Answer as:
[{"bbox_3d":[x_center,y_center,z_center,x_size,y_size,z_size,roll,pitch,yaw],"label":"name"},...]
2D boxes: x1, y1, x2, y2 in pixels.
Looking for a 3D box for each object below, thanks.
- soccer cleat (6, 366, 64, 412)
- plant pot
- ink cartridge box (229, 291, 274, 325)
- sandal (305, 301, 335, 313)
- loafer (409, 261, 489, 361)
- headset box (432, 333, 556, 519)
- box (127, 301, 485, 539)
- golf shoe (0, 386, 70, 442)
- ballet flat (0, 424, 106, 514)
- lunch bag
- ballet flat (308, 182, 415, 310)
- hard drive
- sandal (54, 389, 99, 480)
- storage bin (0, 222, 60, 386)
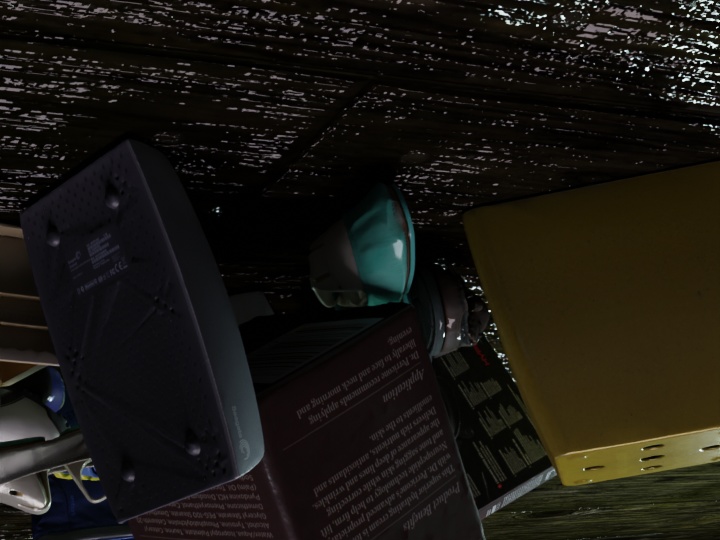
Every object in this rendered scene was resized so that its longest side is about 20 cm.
[{"bbox_3d":[-0.339,0.116,1.190,0.200,0.065,0.084,-10,164,4],"label":"soccer cleat"},{"bbox_3d":[0.194,0.052,1.051,0.199,0.177,0.200,-10,161,7],"label":"plant pot"},{"bbox_3d":[-0.116,0.084,1.183,0.116,0.068,0.200,-9,161,2],"label":"ink cartridge box"},{"bbox_3d":[-0.020,0.046,1.142,0.075,0.048,0.200,0,177,-14],"label":"sandal"},{"bbox_3d":[0.070,0.030,1.111,0.063,0.072,0.200,-11,171,-5],"label":"loafer"},{"bbox_3d":[0.050,0.158,1.245,0.200,0.149,0.077,-31,162,-6],"label":"headset box"},{"bbox_3d":[-0.043,0.145,0.955,0.164,0.200,0.166,-7,-166,44],"label":"box"},{"bbox_3d":[-0.319,0.127,1.092,0.200,0.095,0.078,14,113,-16],"label":"golf shoe"},{"bbox_3d":[-0.219,0.143,1.051,0.200,0.064,0.067,-14,171,-19],"label":"ballet flat"},{"bbox_3d":[-0.267,0.292,1.628,0.199,0.133,0.136,-3,161,-14],"label":"lunch bag"},{"bbox_3d":[0.000,0.000,0.981,0.070,0.067,0.200,-15,163,-3],"label":"ballet flat"},{"bbox_3d":[-0.127,0.036,0.849,0.042,0.200,0.135,-11,169,-47],"label":"hard drive"},{"bbox_3d":[-0.216,0.150,1.236,0.200,0.080,0.087,22,154,12],"label":"sandal"},{"bbox_3d":[-0.273,0.047,0.966,0.198,0.094,0.200,11,154,-43],"label":"storage bin"}]
